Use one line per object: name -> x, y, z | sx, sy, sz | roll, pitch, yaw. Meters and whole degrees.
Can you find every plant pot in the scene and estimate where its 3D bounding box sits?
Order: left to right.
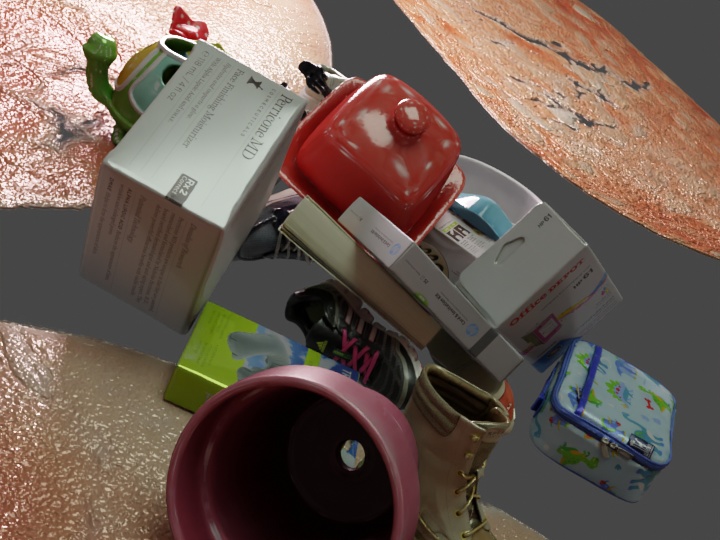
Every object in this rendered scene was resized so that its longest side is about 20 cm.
plant pot -> -0.035, 0.173, 0.936 | 0.199, 0.201, 0.179 | 36, 13, 13

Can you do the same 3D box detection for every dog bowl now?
dog bowl -> 0.173, -0.082, 1.611 | 0.199, 0.079, 0.201 | 22, 25, -11

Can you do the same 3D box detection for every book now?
book -> 0.000, 0.000, 1.243 | 0.200, 0.048, 0.134 | 42, 1, -4

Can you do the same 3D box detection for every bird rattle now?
bird rattle -> -0.218, -0.281, 1.608 | 0.162, 0.113, 0.200 | 30, 13, -23

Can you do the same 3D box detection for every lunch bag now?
lunch bag -> 0.287, 0.171, 1.326 | 0.160, 0.083, 0.200 | 31, 27, 8

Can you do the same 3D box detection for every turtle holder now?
turtle holder -> -0.249, -0.229, 1.417 | 0.185, 0.132, 0.141 | 37, 31, 19

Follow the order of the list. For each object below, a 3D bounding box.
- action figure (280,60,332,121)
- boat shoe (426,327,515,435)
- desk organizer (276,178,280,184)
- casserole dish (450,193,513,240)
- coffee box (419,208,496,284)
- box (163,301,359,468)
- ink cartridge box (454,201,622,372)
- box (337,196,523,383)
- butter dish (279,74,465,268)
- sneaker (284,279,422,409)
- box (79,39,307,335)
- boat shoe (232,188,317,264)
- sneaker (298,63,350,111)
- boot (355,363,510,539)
action figure -> -0.031, -0.180, 1.457 | 0.200, 0.118, 0.103 | 38, 28, -51
boat shoe -> 0.127, 0.110, 1.297 | 0.063, 0.071, 0.200 | 59, 2, -33
desk organizer -> -0.154, -0.127, 1.410 | 0.077, 0.072, 0.200 | 28, 28, 3
casserole dish -> 0.170, -0.034, 1.465 | 0.121, 0.039, 0.200 | 13, -31, 54
coffee box -> 0.055, -0.040, 1.415 | 0.199, 0.114, 0.080 | 37, 29, 12
box -> -0.083, 0.118, 1.109 | 0.199, 0.048, 0.122 | 25, 29, -6
ink cartridge box -> 0.217, 0.025, 1.348 | 0.085, 0.144, 0.200 | 50, 6, 32
box -> 0.075, 0.020, 1.208 | 0.200, 0.041, 0.156 | 46, -1, -30
butter dish -> 0.034, -0.142, 1.292 | 0.200, 0.148, 0.200 | 42, 54, -1
sneaker -> -0.014, 0.082, 1.205 | 0.087, 0.074, 0.200 | -4, 39, -43
box -> -0.169, -0.082, 1.132 | 0.130, 0.200, 0.200 | 28, 52, -1
boat shoe -> -0.086, -0.042, 1.327 | 0.092, 0.075, 0.200 | 29, 27, 14
sneaker -> -0.045, -0.218, 1.606 | 0.073, 0.116, 0.201 | 11, 35, -33
boot -> 0.099, 0.199, 1.031 | 0.200, 0.155, 0.072 | 42, 30, 19
